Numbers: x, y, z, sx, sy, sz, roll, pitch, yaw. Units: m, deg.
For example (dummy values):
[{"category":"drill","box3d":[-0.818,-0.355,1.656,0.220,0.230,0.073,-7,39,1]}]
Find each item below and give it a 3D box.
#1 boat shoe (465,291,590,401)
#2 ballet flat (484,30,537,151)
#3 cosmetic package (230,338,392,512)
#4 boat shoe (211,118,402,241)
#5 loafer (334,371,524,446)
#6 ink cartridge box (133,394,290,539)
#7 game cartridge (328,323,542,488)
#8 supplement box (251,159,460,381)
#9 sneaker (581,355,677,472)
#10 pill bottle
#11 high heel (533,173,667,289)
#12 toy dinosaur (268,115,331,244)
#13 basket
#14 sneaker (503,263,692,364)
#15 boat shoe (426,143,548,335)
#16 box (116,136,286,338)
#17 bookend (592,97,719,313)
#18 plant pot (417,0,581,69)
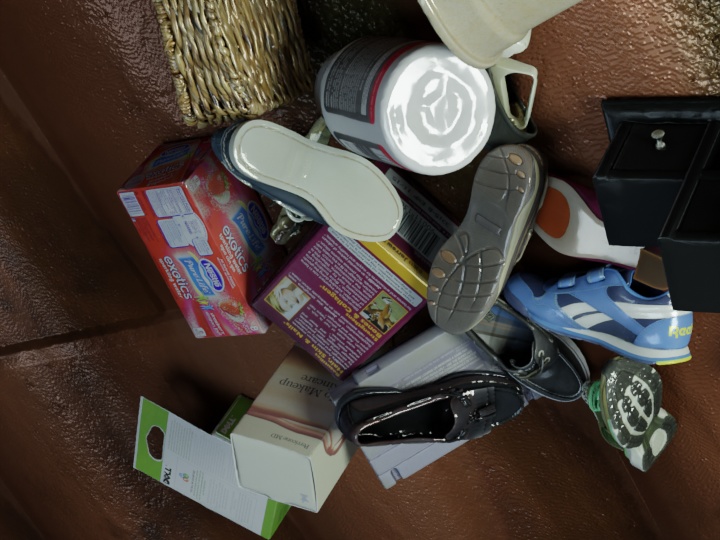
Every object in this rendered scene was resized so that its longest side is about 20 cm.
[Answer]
[{"category":"boat shoe","box3d":[0.159,0.074,1.541,0.070,0.066,0.200,-37,114,18]},{"category":"ballet flat","box3d":[0.122,-0.192,1.370,0.068,0.068,0.201,0,137,19]},{"category":"cosmetic package","box3d":[-0.048,0.150,1.661,0.102,0.200,0.088,13,134,21]},{"category":"boat shoe","box3d":[-0.049,-0.082,1.419,0.199,0.076,0.062,20,177,-33]},{"category":"loafer","box3d":[0.075,0.150,1.558,0.198,0.063,0.073,-5,113,-11]},{"category":"ink cartridge box","box3d":[-0.172,0.220,1.891,0.199,0.076,0.149,26,136,12]},{"category":"game cartridge","box3d":[0.079,0.124,1.601,0.199,0.038,0.130,-30,109,0]},{"category":"supplement box","box3d":[0.000,0.000,1.574,0.131,0.103,0.200,40,136,-6]},{"category":"sneaker","box3d":[0.249,0.135,1.528,0.088,0.077,0.200,27,163,31]},{"category":"pill bottle","box3d":[0.030,-0.152,1.370,0.111,0.110,0.200,58,167,-22]},{"category":"high heel","box3d":[0.239,-0.041,1.444,0.200,0.096,0.068,38,124,30]},{"category":"toy dinosaur","box3d":[-0.073,-0.113,1.566,0.087,0.048,0.201,21,136,-6]},{"category":"basket","box3d":[-0.152,-0.234,1.408,0.148,0.143,0.202,-2,109,31]},{"category":"sneaker","box3d":[0.231,0.026,1.479,0.199,0.074,0.083,17,110,30]},{"category":"boat shoe","box3d":[0.128,-0.027,1.440,0.074,0.073,0.201,39,121,25]},{"category":"box","box3d":[-0.159,-0.034,1.649,0.099,0.096,0.201,-5,124,35]},{"category":"bookend","box3d":[0.275,-0.053,1.290,0.198,0.199,0.093,3,130,30]},{"category":"plant pot","box3d":[0.145,-0.281,1.200,0.182,0.201,0.201,-16,118,27]}]
